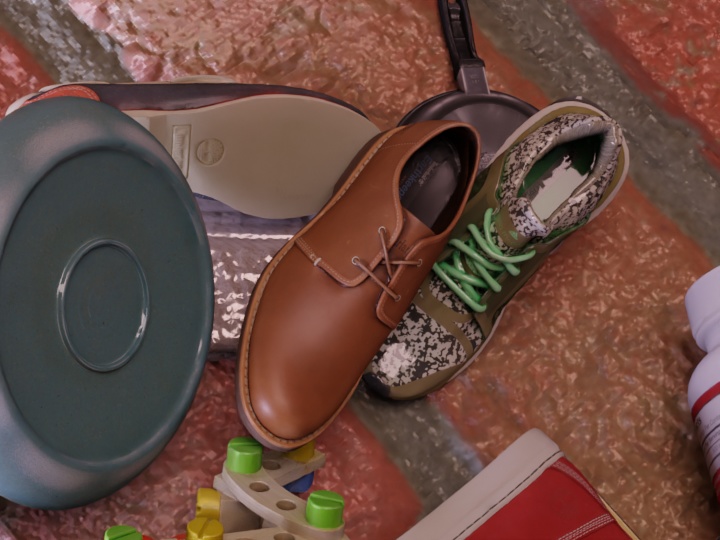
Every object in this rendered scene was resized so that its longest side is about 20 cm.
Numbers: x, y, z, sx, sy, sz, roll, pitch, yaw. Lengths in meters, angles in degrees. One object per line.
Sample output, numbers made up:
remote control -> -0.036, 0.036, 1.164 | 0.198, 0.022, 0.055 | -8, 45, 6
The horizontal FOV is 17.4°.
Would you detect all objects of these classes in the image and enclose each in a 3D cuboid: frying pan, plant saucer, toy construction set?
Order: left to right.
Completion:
plant saucer -> -0.130, 0.016, 1.132 | 0.027, 0.200, 0.200 | 2, 55, 35
toy construction set -> -0.090, 0.142, 1.135 | 0.200, 0.092, 0.131 | -17, 32, -17
frying pan -> 0.079, -0.086, 1.330 | 0.115, 0.031, 0.190 | 17, 65, -2

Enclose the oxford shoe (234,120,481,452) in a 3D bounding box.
oxford shoe -> 0.000, 0.000, 1.182 | 0.071, 0.071, 0.200 | 36, 65, -18

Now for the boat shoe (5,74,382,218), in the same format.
boat shoe -> -0.085, -0.069, 1.231 | 0.200, 0.071, 0.063 | -2, 26, -23

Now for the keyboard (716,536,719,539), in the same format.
keyboard -> 0.204, 0.152, 1.111 | 0.200, 0.021, 0.127 | -39, 117, 3

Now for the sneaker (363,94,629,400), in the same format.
sneaker -> 0.069, -0.017, 1.238 | 0.077, 0.089, 0.200 | 40, 82, 0

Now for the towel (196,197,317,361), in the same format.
towel -> -0.105, -0.012, 1.253 | 0.200, 0.034, 0.133 | -1, 63, -11

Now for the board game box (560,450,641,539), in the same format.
board game box -> 0.116, 0.206, 1.185 | 0.135, 0.035, 0.200 | -35, 74, -24

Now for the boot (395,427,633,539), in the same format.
boot -> 0.067, 0.184, 1.130 | 0.200, 0.072, 0.144 | -37, 76, -28

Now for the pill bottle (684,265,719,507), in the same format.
pill bottle -> 0.236, 0.093, 1.220 | 0.112, 0.112, 0.200 | -8, 66, -14
